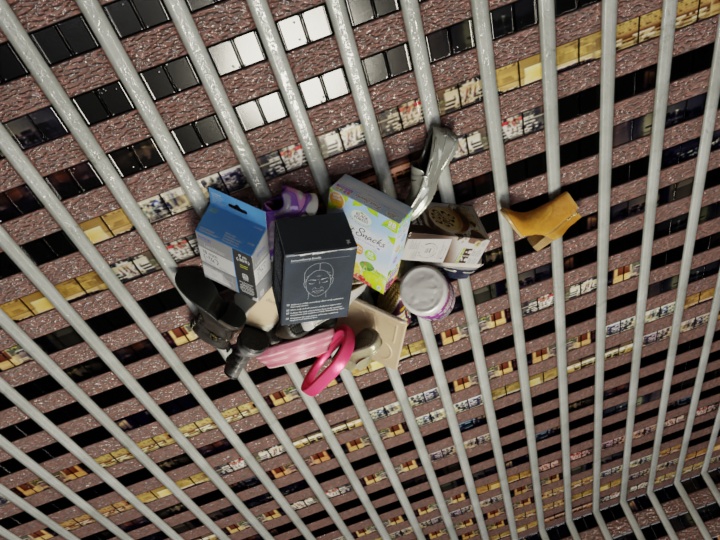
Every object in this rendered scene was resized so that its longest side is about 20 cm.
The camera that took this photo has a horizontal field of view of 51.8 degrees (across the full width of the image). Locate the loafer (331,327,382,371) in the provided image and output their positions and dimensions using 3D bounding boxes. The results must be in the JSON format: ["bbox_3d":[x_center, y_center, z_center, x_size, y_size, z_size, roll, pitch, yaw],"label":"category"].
[{"bbox_3d":[0.003,0.195,1.786,0.068,0.076,0.199,38,150,-13],"label":"loafer"}]

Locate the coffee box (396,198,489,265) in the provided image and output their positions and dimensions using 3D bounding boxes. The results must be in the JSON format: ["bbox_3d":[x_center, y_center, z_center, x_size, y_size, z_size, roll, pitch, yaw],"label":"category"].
[{"bbox_3d":[0.167,-0.084,1.620,0.196,0.114,0.081,3,134,-23],"label":"coffee box"}]

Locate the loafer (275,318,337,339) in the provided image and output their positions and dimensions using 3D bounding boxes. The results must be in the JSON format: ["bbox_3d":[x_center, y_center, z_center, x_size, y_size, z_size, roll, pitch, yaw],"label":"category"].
[{"bbox_3d":[-0.128,0.112,1.721,0.070,0.074,0.199,-17,177,35],"label":"loafer"}]

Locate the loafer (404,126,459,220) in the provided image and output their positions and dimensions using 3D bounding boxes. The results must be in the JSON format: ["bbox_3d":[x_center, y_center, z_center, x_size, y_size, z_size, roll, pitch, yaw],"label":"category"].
[{"bbox_3d":[0.128,-0.198,1.508,0.069,0.070,0.203,18,109,-23],"label":"loafer"}]

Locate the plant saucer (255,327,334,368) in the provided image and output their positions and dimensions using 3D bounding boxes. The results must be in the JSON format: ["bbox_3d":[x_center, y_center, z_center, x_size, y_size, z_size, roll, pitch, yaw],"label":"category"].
[{"bbox_3d":[-0.152,0.186,1.752,0.197,0.052,0.201,-15,178,-1],"label":"plant saucer"}]

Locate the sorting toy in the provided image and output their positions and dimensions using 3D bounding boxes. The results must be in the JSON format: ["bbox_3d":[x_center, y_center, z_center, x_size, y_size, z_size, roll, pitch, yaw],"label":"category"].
[{"bbox_3d":[0.022,0.143,1.803,0.182,0.037,0.202,24,140,15],"label":"sorting toy"}]

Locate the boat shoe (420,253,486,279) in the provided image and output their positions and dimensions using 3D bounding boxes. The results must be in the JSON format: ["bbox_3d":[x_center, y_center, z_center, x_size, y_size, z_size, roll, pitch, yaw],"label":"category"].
[{"bbox_3d":[0.186,-0.023,1.727,0.196,0.076,0.093,11,149,-15],"label":"boat shoe"}]

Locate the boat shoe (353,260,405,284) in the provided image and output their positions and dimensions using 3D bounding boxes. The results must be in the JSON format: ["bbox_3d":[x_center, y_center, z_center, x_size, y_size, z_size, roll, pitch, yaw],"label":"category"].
[{"bbox_3d":[0.001,-0.001,1.681,0.196,0.073,0.066,-1,170,-10],"label":"boat shoe"}]

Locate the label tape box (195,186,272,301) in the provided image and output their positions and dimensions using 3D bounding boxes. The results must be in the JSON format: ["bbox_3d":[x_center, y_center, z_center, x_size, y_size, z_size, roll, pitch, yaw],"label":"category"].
[{"bbox_3d":[-0.254,-0.049,1.482,0.142,0.064,0.202,23,141,20],"label":"label tape box"}]

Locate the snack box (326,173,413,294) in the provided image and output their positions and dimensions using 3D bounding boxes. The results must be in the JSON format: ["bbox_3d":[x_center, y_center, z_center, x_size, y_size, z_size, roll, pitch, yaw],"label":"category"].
[{"bbox_3d":[0.008,-0.074,1.538,0.068,0.167,0.202,-46,156,-42],"label":"snack box"}]

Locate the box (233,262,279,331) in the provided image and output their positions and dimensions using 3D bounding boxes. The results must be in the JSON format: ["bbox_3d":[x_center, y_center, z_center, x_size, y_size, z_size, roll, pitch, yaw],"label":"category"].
[{"bbox_3d":[-0.185,0.037,1.645,0.094,0.079,0.200,22,124,-38],"label":"box"}]

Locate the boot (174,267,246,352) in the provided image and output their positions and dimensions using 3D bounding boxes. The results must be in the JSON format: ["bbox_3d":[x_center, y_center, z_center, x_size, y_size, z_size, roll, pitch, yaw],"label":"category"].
[{"bbox_3d":[-0.348,0.097,1.643,0.200,0.070,0.174,43,145,-6],"label":"boot"}]

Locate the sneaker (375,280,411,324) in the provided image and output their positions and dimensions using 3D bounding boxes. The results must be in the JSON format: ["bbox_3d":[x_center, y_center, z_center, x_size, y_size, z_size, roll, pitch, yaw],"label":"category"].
[{"bbox_3d":[0.088,0.093,1.818,0.088,0.076,0.201,-5,144,-25],"label":"sneaker"}]

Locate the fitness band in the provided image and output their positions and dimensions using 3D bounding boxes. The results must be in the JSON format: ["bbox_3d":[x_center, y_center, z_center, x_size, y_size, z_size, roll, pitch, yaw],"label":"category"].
[{"bbox_3d":[-0.077,0.218,1.786,0.037,0.145,0.200,33,120,-17],"label":"fitness band"}]

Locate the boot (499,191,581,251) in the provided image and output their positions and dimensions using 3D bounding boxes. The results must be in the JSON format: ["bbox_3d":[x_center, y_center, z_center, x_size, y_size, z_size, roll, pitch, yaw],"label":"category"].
[{"bbox_3d":[0.417,-0.134,1.702,0.144,0.071,0.200,-43,136,17],"label":"boot"}]

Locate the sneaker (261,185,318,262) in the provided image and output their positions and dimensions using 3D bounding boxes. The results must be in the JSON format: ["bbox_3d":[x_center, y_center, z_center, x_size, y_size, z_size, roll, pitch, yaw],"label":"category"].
[{"bbox_3d":[-0.175,-0.098,1.514,0.088,0.081,0.200,29,119,-29],"label":"sneaker"}]

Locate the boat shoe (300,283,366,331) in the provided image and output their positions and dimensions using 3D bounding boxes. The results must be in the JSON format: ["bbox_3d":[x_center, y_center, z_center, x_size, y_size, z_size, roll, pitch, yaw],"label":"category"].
[{"bbox_3d":[-0.063,0.073,1.689,0.198,0.070,0.070,-28,127,-32],"label":"boat shoe"}]

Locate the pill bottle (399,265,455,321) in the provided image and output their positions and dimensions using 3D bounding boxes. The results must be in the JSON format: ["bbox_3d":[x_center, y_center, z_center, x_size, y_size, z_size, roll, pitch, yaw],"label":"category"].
[{"bbox_3d":[0.163,0.058,1.731,0.111,0.114,0.200,-27,165,10],"label":"pill bottle"}]

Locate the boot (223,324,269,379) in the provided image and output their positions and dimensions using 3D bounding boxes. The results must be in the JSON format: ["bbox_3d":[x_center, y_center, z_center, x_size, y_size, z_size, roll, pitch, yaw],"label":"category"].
[{"bbox_3d":[-0.262,0.192,1.667,0.069,0.200,0.133,31,98,-6],"label":"boot"}]

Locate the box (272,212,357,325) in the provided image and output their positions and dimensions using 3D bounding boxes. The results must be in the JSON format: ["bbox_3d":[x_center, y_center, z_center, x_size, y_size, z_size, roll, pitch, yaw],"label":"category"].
[{"bbox_3d":[-0.097,-0.002,1.497,0.145,0.108,0.202,-6,137,-16],"label":"box"}]
